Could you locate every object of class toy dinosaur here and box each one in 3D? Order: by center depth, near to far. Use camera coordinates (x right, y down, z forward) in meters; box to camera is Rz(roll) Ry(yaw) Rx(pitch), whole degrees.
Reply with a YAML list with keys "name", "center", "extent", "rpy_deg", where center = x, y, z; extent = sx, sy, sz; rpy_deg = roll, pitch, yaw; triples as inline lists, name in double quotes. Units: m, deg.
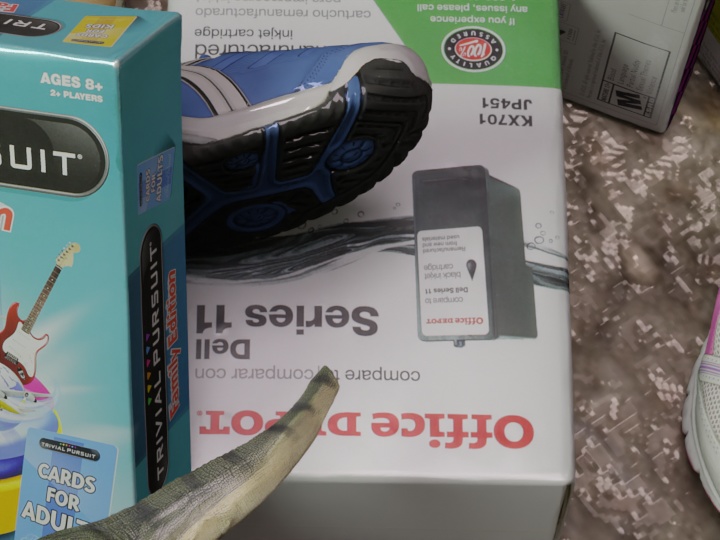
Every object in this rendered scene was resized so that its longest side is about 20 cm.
- name: "toy dinosaur"
  center: [-0.071, 0.106, 0.778]
  extent: [0.199, 0.048, 0.088]
  rpy_deg: [-28, 72, -17]

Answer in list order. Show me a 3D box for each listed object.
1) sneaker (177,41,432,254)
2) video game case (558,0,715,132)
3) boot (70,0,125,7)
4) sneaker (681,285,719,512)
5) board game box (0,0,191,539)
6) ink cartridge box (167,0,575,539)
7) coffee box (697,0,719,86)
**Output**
- name: "sneaker"
  center: [-0.073, -0.047, 0.876]
  extent: [0.199, 0.076, 0.077]
  rpy_deg: [-14, 65, 16]
- name: "video game case"
  center: [0.048, -0.145, 0.955]
  extent: [0.180, 0.200, 0.036]
  rpy_deg: [22, 62, 9]
- name: "boot"
  center: [-0.166, -0.046, 0.968]
  extent: [0.174, 0.066, 0.201]
  rpy_deg: [3, 65, 0]
- name: "sneaker"
  center: [0.162, 0.005, 0.947]
  extent: [0.081, 0.088, 0.201]
  rpy_deg: [5, 63, -1]
- name: "board game box"
  center: [-0.130, 0.012, 0.838]
  extent: [0.150, 0.201, 0.047]
  rpy_deg: [9, 27, 19]
- name: "ink cartridge box"
  center: [0.000, 0.000, 0.943]
  extent: [0.146, 0.083, 0.201]
  rpy_deg: [0, 64, -2]
- name: "coffee box"
  center: [0.187, -0.220, 1.001]
  extent: [0.199, 0.198, 0.201]
  rpy_deg: [-25, 67, -16]
